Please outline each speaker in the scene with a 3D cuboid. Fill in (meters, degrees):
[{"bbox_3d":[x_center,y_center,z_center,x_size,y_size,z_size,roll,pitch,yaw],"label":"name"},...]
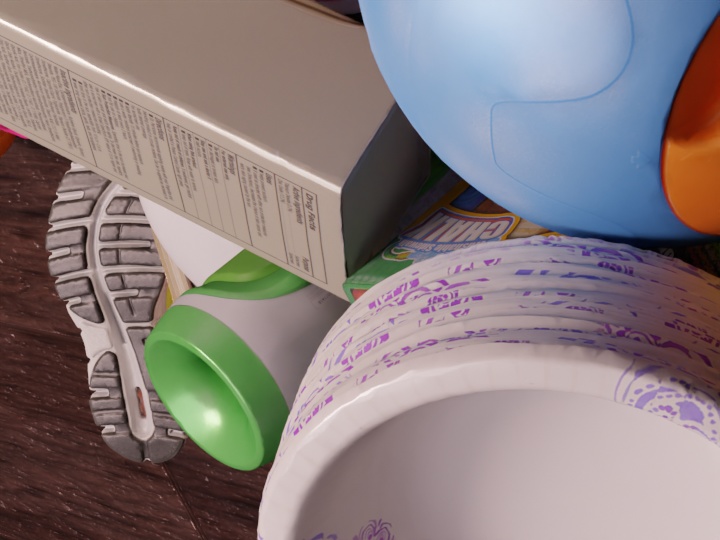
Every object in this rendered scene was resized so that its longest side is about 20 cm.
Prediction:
[{"bbox_3d":[0.000,0.000,0.967,0.088,0.200,0.089,35,148,26],"label":"speaker"}]

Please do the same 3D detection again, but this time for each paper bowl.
[{"bbox_3d":[0.072,0.075,0.733,0.199,0.105,0.201,8,129,10],"label":"paper bowl"}]

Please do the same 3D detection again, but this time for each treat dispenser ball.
[{"bbox_3d":[0.097,-0.108,0.707,0.201,0.201,0.201,35,147,26],"label":"treat dispenser ball"}]

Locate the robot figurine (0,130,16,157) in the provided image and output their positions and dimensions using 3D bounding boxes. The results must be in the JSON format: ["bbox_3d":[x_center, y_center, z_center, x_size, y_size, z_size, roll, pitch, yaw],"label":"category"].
[{"bbox_3d":[-0.255,-0.132,1.270,0.143,0.117,0.201,27,143,19],"label":"robot figurine"}]

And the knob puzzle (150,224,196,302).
[{"bbox_3d":[-0.079,0.005,1.177,0.220,0.030,0.221,-18,-90,-88],"label":"knob puzzle"}]

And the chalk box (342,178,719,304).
[{"bbox_3d":[0.088,0.026,0.872,0.124,0.200,0.125,4,127,53],"label":"chalk box"}]

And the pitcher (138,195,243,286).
[{"bbox_3d":[-0.039,-0.026,1.099,0.200,0.121,0.171,56,168,-31],"label":"pitcher"}]

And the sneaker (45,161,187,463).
[{"bbox_3d":[-0.132,0.007,1.298,0.078,0.090,0.201,1,110,15],"label":"sneaker"}]

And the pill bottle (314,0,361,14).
[{"bbox_3d":[-0.018,-0.209,0.846,0.113,0.113,0.201,33,146,28],"label":"pill bottle"}]

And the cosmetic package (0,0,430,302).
[{"bbox_3d":[-0.074,-0.078,0.891,0.199,0.073,0.104,26,158,13],"label":"cosmetic package"}]

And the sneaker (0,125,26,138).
[{"bbox_3d":[-0.094,-0.103,1.001,0.199,0.075,0.080,-5,157,43],"label":"sneaker"}]
